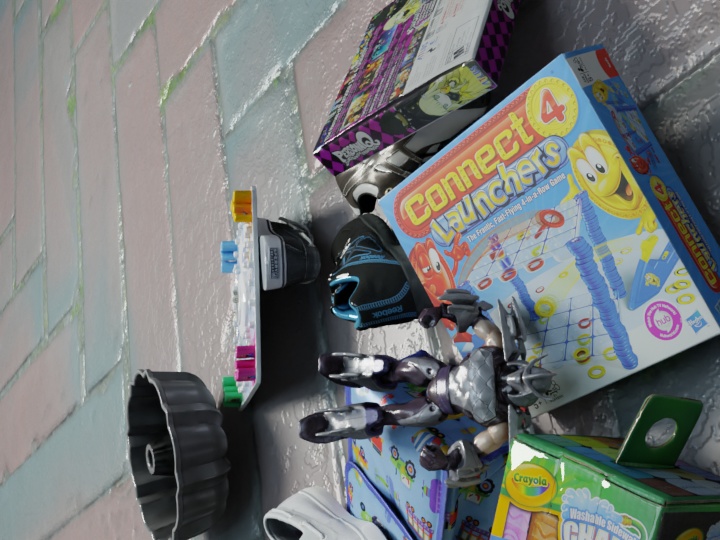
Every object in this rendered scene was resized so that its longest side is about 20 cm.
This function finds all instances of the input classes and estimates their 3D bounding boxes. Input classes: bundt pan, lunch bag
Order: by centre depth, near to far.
[{"bbox_3d":[0.048,0.195,0.781,0.150,0.092,0.204,37,125,50],"label":"lunch bag"},{"bbox_3d":[-0.206,0.210,1.077,0.201,0.074,0.207,15,108,59],"label":"bundt pan"}]

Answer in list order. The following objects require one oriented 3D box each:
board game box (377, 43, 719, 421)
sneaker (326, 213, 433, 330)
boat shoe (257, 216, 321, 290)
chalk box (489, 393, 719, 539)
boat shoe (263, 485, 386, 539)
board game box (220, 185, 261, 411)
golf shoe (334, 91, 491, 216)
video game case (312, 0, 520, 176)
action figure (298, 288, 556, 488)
[{"bbox_3d":[0.131,-0.015,0.656,0.199,0.055,0.198,-36,81,44],"label":"board game box"},{"bbox_3d":[0.000,0.000,0.842,0.200,0.080,0.075,-150,41,-69],"label":"sneaker"},{"bbox_3d":[-0.080,-0.020,1.000,0.199,0.066,0.076,-168,77,-78],"label":"boat shoe"},{"bbox_3d":[0.162,0.174,0.582,0.123,0.123,0.205,15,93,53],"label":"chalk box"},{"bbox_3d":[-0.028,0.241,0.798,0.199,0.067,0.074,26,130,59],"label":"boat shoe"},{"bbox_3d":[-0.133,0.038,1.024,0.200,0.025,0.205,128,141,-69],"label":"board game box"},{"bbox_3d":[0.050,-0.109,0.857,0.198,0.077,0.097,-17,91,49],"label":"golf shoe"},{"bbox_3d":[0.055,-0.189,0.793,0.179,0.036,0.202,-24,35,40],"label":"video game case"},{"bbox_3d":[0.051,0.086,0.661,0.197,0.069,0.133,-12,64,39],"label":"action figure"}]
